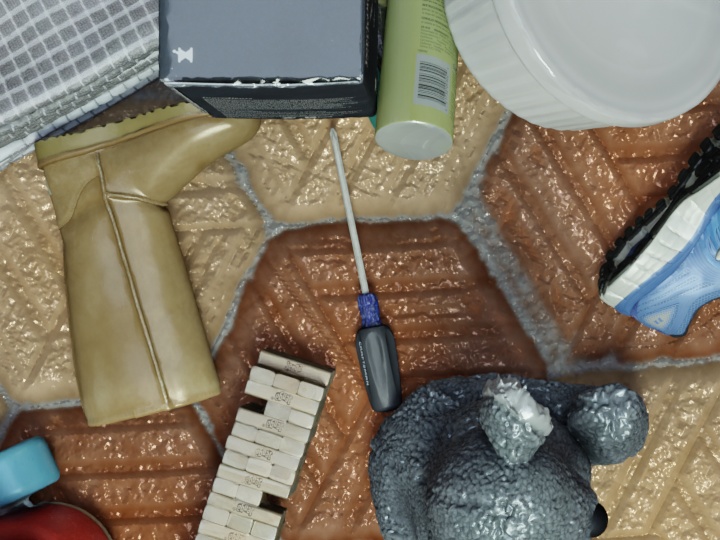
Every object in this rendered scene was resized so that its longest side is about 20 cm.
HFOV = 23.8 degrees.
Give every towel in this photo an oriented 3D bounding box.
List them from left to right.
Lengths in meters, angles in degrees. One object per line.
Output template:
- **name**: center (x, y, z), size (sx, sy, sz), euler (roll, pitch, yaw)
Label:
- **towel**: center (-0.225, -0.183, 1.173), size (0.199, 0.086, 0.166), euler (-29, 87, 4)

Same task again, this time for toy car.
- **toy car**: center (-0.257, 0.228, 1.120), size (0.176, 0.200, 0.185), euler (-24, 88, 4)

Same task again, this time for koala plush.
- **koala plush**: center (0.088, 0.147, 1.095), size (0.183, 0.200, 0.178), euler (14, 92, 4)

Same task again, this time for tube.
- **tube**: center (0.042, -0.171, 1.127), size (0.052, 0.058, 0.201), euler (7, 67, -3)

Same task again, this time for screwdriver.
- **screwdriver**: center (0.000, 0.000, 1.183), size (0.028, 0.029, 0.201), euler (-11, 95, 4)

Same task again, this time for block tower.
- **block tower**: center (-0.075, 0.157, 1.180), size (0.058, 0.054, 0.201), euler (17, 91, 5)

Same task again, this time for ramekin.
- **ramekin**: center (0.143, -0.183, 1.106), size (0.201, 0.094, 0.204), euler (7, 77, -31)

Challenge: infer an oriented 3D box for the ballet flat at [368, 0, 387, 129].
- **ballet flat**: center (0.001, -0.188, 1.174), size (0.072, 0.072, 0.201), euler (-27, 89, 4)

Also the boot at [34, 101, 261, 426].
- **boot**: center (-0.129, -0.008, 1.181), size (0.174, 0.066, 0.201), euler (-14, 90, 14)

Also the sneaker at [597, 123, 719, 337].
- **sneaker**: center (0.252, -0.035, 1.142), size (0.089, 0.079, 0.200), euler (37, 113, -12)

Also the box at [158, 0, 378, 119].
- **box**: center (-0.051, -0.201, 1.039), size (0.123, 0.197, 0.201), euler (0, 90, 4)
